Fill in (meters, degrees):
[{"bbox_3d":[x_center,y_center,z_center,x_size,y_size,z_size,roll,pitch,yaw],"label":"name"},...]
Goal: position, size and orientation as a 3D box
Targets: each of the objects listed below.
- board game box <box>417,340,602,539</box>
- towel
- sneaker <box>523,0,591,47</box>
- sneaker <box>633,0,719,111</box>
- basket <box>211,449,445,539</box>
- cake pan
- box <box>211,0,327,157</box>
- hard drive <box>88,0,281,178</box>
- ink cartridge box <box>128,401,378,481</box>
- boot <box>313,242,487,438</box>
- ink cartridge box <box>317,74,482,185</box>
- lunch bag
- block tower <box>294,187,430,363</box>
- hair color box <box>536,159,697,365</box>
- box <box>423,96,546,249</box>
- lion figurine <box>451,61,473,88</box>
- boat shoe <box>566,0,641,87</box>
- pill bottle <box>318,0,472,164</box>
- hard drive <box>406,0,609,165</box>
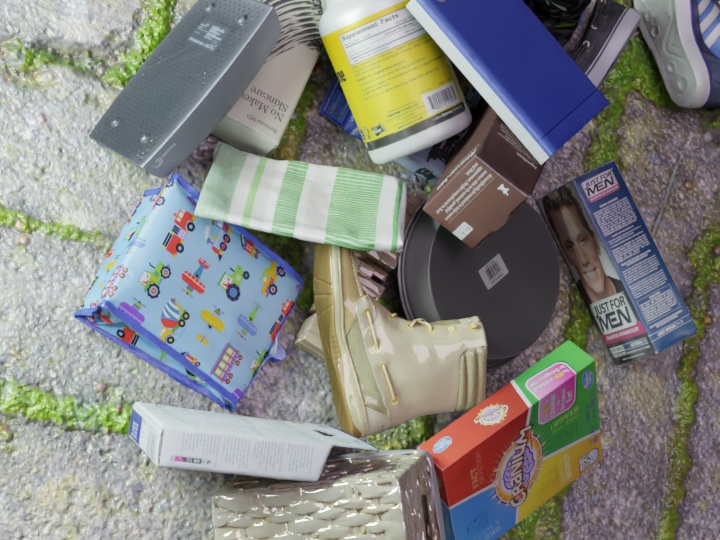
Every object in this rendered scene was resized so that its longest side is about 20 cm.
[{"bbox_3d":[0.154,0.183,1.526,0.199,0.154,0.040,-33,46,-21],"label":"board game box"},{"bbox_3d":[-0.053,-0.071,1.477,0.198,0.153,0.024,12,118,-4],"label":"towel"},{"bbox_3d":[0.196,-0.265,1.604,0.070,0.200,0.083,29,84,10],"label":"sneaker"},{"bbox_3d":[0.401,-0.281,1.740,0.145,0.080,0.202,-10,79,-28],"label":"sneaker"},{"bbox_3d":[-0.030,0.248,1.404,0.198,0.123,0.137,-8,91,15],"label":"basket"},{"bbox_3d":[0.129,0.004,1.578,0.198,0.037,0.203,2,86,-32],"label":"cake pan"},{"bbox_3d":[-0.087,-0.222,1.564,0.082,0.068,0.202,26,72,-13],"label":"box"},{"bbox_3d":[-0.168,-0.183,1.493,0.201,0.134,0.042,-52,129,-8],"label":"hard drive"},{"bbox_3d":[-0.104,0.161,1.411,0.198,0.196,0.044,10,88,-15],"label":"ink cartridge box"},{"bbox_3d":[0.040,0.051,1.482,0.154,0.073,0.202,-10,90,-14],"label":"boot"},{"bbox_3d":[0.065,-0.169,1.621,0.199,0.042,0.120,29,71,-9],"label":"ink cartridge box"},{"bbox_3d":[-0.150,0.029,1.489,0.199,0.094,0.152,35,68,-19],"label":"lunch bag"},{"bbox_3d":[0.000,0.000,1.555,0.058,0.054,0.201,32,70,-10],"label":"block tower"},{"bbox_3d":[0.270,-0.006,1.622,0.060,0.100,0.202,-24,87,-20],"label":"hair color box"},{"bbox_3d":[0.144,-0.126,1.530,0.075,0.100,0.201,35,46,-9],"label":"box"},{"bbox_3d":[0.059,-0.285,1.590,0.199,0.072,0.123,31,102,3],"label":"lion figurine"},{"bbox_3d":[0.240,-0.218,1.679,0.056,0.069,0.201,32,67,7],"label":"boat shoe"},{"bbox_3d":[0.026,-0.218,1.523,0.112,0.112,0.202,-25,97,-21],"label":"pill bottle"},{"bbox_3d":[0.147,-0.211,1.500,0.200,0.025,0.132,50,45,1],"label":"hard drive"}]
